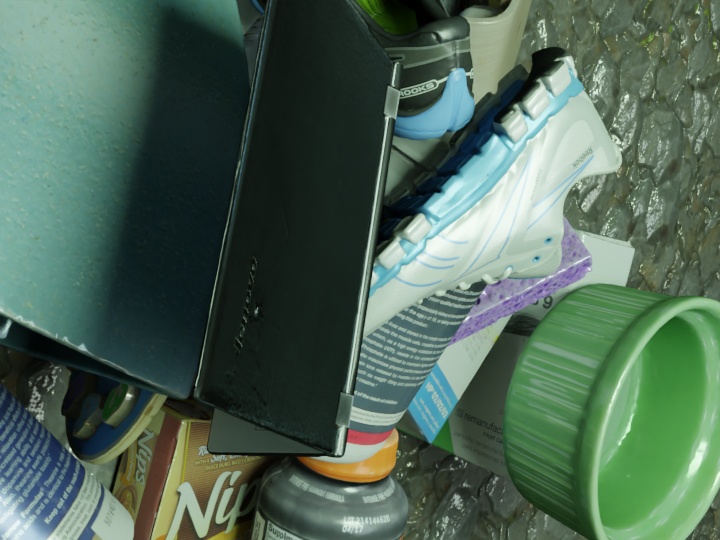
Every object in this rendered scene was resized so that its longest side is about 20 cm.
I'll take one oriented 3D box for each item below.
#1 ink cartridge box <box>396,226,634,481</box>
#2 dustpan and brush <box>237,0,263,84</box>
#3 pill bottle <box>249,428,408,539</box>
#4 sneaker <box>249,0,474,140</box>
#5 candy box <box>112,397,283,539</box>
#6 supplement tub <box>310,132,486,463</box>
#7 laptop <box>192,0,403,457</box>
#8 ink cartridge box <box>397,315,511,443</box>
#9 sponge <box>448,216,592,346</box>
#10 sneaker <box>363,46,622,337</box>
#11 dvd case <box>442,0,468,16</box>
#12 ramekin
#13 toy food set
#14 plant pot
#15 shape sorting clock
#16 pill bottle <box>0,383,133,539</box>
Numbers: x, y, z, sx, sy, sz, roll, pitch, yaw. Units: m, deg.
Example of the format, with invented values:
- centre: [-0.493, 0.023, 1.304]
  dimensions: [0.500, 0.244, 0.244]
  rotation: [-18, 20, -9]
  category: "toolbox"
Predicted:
- centre: [0.123, 0.055, 0.968]
  dimensions: [0.083, 0.145, 0.203]
  rotation: [10, 95, -46]
  category: "ink cartridge box"
- centre: [-0.096, -0.133, 0.720]
  dimensions: [0.139, 0.057, 0.200]
  rotation: [42, 107, -7]
  category: "dustpan and brush"
- centre: [-0.026, 0.197, 0.803]
  dimensions: [0.105, 0.105, 0.203]
  rotation: [-3, 109, -46]
  category: "pill bottle"
- centre: [-0.001, -0.152, 0.630]
  dimensions: [0.070, 0.200, 0.084]
  rotation: [-20, 139, -27]
  category: "sneaker"
- centre: [-0.084, 0.158, 0.847]
  dimensions: [0.198, 0.055, 0.117]
  rotation: [12, 95, -48]
  category: "candy box"
- centre: [0.000, 0.000, 0.712]
  dimensions: [0.139, 0.140, 0.202]
  rotation: [16, 112, -48]
  category: "supplement tub"
- centre: [-0.052, -0.020, 0.536]
  dimensions: [0.115, 0.199, 0.191]
  rotation: [18, 73, -31]
  category: "laptop"
- centre: [0.054, 0.014, 0.898]
  dimensions: [0.201, 0.114, 0.068]
  rotation: [-55, 142, -18]
  category: "ink cartridge box"
- centre: [0.052, -0.003, 0.838]
  dimensions: [0.198, 0.113, 0.030]
  rotation: [-27, 151, -3]
  category: "sponge"
- centre: [0.056, -0.015, 0.603]
  dimensions: [0.200, 0.075, 0.087]
  rotation: [-43, 107, 1]
  category: "sneaker"
- centre: [0.050, -0.175, 0.833]
  dimensions: [0.200, 0.017, 0.145]
  rotation: [-38, 135, -70]
  category: "dvd case"
- centre: [0.195, 0.107, 0.881]
  dimensions: [0.198, 0.097, 0.204]
  rotation: [-16, 114, -40]
  category: "ramekin"
- centre: [0.085, -0.180, 0.844]
  dimensions: [0.145, 0.059, 0.202]
  rotation: [99, 11, -51]
  category: "toy food set"
- centre: [-0.167, -0.078, 0.571]
  dimensions: [0.195, 0.195, 0.203]
  rotation: [30, 74, -36]
  category: "plant pot"
- centre: [-0.120, 0.009, 0.658]
  dimensions: [0.039, 0.199, 0.203]
  rotation: [27, 83, -28]
  category: "shape sorting clock"
- centre: [-0.221, 0.104, 0.608]
  dimensions: [0.201, 0.111, 0.111]
  rotation: [49, 65, -16]
  category: "pill bottle"
